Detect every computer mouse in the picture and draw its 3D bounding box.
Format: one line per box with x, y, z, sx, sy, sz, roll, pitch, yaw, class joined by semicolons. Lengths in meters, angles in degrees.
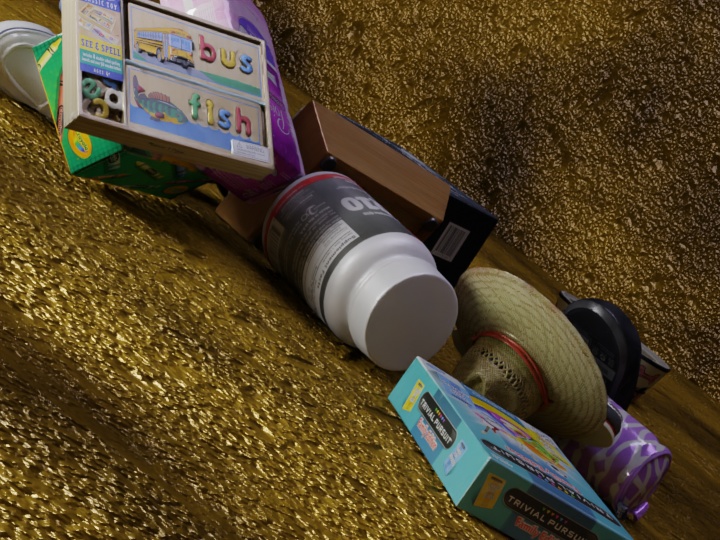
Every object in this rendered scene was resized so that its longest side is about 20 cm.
0.234;0.098;1.675;0.052;0.201;0.138;-28;56;-32;computer mouse

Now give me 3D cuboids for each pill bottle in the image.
0.000;0.000;1.515;0.113;0.114;0.200;28;10;-39;pill bottle

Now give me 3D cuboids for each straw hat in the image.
0.124;0.102;1.506;0.201;0.085;0.202;39;-28;26;straw hat

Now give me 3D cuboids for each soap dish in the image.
-0.022;-0.062;1.687;0.199;0.157;0.082;29;26;-35;soap dish

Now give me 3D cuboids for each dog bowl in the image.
0.358;0.117;2.474;0.199;0.074;0.200;34;8;-6;dog bowl

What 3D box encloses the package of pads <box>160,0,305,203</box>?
-0.122;-0.176;1.568;0.120;0.075;0.202;36;36;-58;package of pads

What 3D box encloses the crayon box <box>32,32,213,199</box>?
-0.205;-0.138;1.485;0.120;0.058;0.200;71;16;10;crayon box

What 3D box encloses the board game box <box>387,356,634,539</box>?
0.117;0.157;1.323;0.150;0.047;0.200;32;8;-22;board game box

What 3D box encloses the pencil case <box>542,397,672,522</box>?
0.213;0.155;1.624;0.200;0.084;0.086;42;-27;31;pencil case

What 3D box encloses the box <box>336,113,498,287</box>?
0.048;-0.089;2.227;0.196;0.125;0.200;37;8;28;box

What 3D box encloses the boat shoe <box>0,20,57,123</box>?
-0.268;-0.163;1.547;0.070;0.071;0.200;38;1;42;boat shoe

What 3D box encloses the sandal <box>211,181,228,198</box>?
-0.114;-0.081;1.740;0.199;0.055;0.080;5;-1;-43;sandal

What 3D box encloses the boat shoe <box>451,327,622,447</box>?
0.176;0.094;1.581;0.199;0.062;0.072;35;-32;35;boat shoe

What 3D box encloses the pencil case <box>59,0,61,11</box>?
-0.322;-0.337;2.284;0.199;0.089;0.088;36;8;21;pencil case

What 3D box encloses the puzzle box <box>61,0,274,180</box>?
-0.161;-0.161;1.417;0.199;0.025;0.134;13;61;-38;puzzle box
